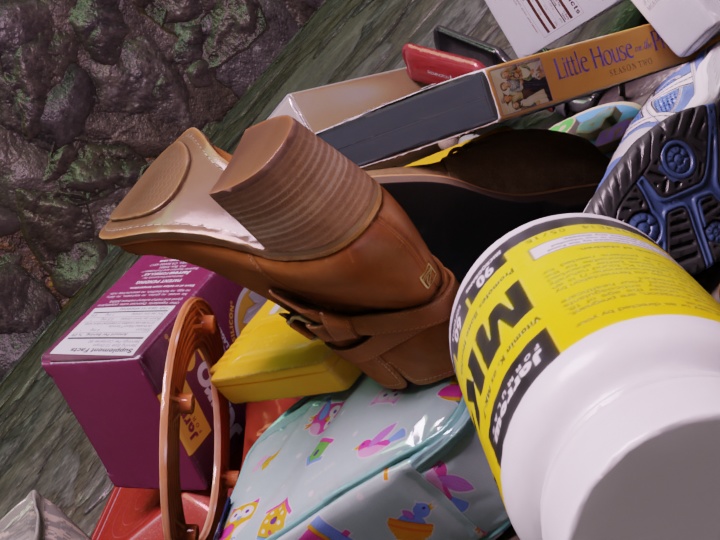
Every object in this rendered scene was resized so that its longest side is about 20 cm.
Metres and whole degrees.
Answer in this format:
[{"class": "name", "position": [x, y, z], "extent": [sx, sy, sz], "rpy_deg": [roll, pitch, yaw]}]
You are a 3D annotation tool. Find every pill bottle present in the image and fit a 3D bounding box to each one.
[{"class": "pill bottle", "position": [0.102, 0.056, 0.484], "extent": [0.114, 0.114, 0.200], "rpy_deg": [-46, 15, 10]}]

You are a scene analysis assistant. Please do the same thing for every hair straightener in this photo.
[{"class": "hair straightener", "position": [0.125, -0.159, 0.950], "extent": [0.077, 0.041, 0.200], "rpy_deg": [-37, 36, -28]}]

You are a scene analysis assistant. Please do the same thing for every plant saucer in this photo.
[{"class": "plant saucer", "position": [-0.164, 0.186, 1.046], "extent": [0.200, 0.037, 0.200], "rpy_deg": [-41, 17, 27]}]

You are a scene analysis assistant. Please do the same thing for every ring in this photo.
[{"class": "ring", "position": [-0.105, 0.118, 0.847], "extent": [0.019, 0.201, 0.200], "rpy_deg": [0, 27, 5]}]

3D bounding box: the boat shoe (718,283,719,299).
[{"class": "boat shoe", "position": [0.212, -0.002, 0.430], "extent": [0.066, 0.074, 0.200], "rpy_deg": [-41, 13, -25]}]

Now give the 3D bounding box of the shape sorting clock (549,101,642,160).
[{"class": "shape sorting clock", "position": [0.112, -0.040, 0.831], "extent": [0.200, 0.039, 0.200], "rpy_deg": [-44, 16, 16]}]

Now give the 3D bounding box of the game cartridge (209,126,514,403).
[{"class": "game cartridge", "position": [0.000, 0.000, 0.785], "extent": [0.200, 0.032, 0.176], "rpy_deg": [-49, 16, -27]}]

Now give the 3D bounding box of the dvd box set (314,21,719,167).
[{"class": "dvd box set", "position": [0.091, -0.102, 0.714], "extent": [0.200, 0.029, 0.146], "rpy_deg": [-21, 5, -38]}]

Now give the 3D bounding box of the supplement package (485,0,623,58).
[{"class": "supplement package", "position": [0.196, -0.281, 0.885], "extent": [0.191, 0.147, 0.200], "rpy_deg": [-34, 5, -35]}]

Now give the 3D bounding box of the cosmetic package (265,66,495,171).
[{"class": "cosmetic package", "position": [0.009, -0.108, 1.027], "extent": [0.200, 0.071, 0.105], "rpy_deg": [-21, -14, -38]}]

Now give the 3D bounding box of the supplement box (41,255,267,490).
[{"class": "supplement box", "position": [-0.136, 0.061, 0.998], "extent": [0.103, 0.131, 0.200], "rpy_deg": [-4, 33, 32]}]

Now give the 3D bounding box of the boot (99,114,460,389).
[{"class": "boot", "position": [-0.038, 0.001, 0.633], "extent": [0.200, 0.155, 0.074], "rpy_deg": [0, 52, 56]}]

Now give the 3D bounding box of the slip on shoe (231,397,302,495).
[{"class": "slip on shoe", "position": [-0.062, 0.099, 0.928], "extent": [0.074, 0.061, 0.200], "rpy_deg": [-35, 23, 36]}]

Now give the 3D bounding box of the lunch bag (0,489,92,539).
[{"class": "lunch bag", "position": [-0.155, 0.232, 0.668], "extent": [0.118, 0.164, 0.200], "rpy_deg": [-44, 14, -6]}]

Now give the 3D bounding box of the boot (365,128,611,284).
[{"class": "boot", "position": [0.059, -0.040, 0.699], "extent": [0.076, 0.200, 0.074], "rpy_deg": [-108, 24, -43]}]

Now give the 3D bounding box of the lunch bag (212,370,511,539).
[{"class": "lunch bag", "position": [0.008, 0.103, 0.687], "extent": [0.200, 0.077, 0.160], "rpy_deg": [-35, 20, 25]}]

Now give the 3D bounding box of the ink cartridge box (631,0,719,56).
[{"class": "ink cartridge box", "position": [0.201, -0.238, 0.710], "extent": [0.200, 0.174, 0.044], "rpy_deg": [-34, -8, -24]}]

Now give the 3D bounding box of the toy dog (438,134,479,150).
[{"class": "toy dog", "position": [0.023, -0.037, 0.958], "extent": [0.132, 0.096, 0.200], "rpy_deg": [-32, 22, 45]}]

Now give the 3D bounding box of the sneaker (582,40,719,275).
[{"class": "sneaker", "position": [0.174, -0.056, 0.661], "extent": [0.200, 0.076, 0.077], "rpy_deg": [-45, 6, -26]}]
